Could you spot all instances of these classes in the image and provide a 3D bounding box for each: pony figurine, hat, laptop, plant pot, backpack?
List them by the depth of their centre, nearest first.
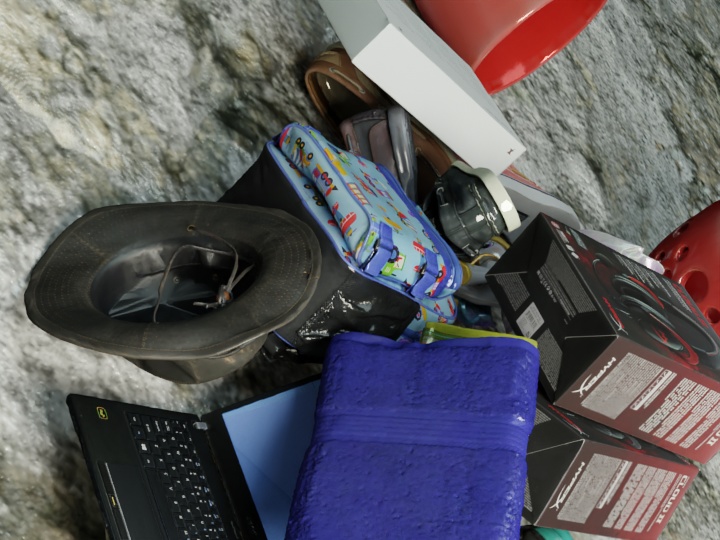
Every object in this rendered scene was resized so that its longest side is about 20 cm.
[{"bbox_3d":[-0.061,0.143,0.832,0.200,0.103,0.178,21,39,-55],"label":"laptop"},{"bbox_3d":[-0.124,0.027,0.903,0.201,0.200,0.081,-63,156,-49],"label":"hat"},{"bbox_3d":[0.000,0.000,1.023,0.200,0.135,0.183,27,22,-44],"label":"backpack"},{"bbox_3d":[0.156,0.028,1.193,0.193,0.167,0.200,30,19,6],"label":"pony figurine"},{"bbox_3d":[0.139,-0.312,1.398,0.200,0.200,0.178,-21,72,-53],"label":"plant pot"},{"bbox_3d":[0.375,0.042,1.400,0.200,0.182,0.201,28,47,-34],"label":"plant pot"}]

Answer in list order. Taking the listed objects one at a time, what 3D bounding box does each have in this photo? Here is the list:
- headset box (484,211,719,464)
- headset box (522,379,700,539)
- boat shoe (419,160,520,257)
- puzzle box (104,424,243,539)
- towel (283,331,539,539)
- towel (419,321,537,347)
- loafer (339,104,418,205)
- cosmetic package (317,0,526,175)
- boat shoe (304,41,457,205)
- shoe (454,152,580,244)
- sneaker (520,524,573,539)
[{"bbox_3d":[0.211,0.057,1.025,0.199,0.075,0.149,24,28,-34],"label":"headset box"},{"bbox_3d":[0.154,0.134,1.017,0.200,0.077,0.149,18,14,-47],"label":"headset box"},{"bbox_3d":[0.078,-0.043,1.091,0.075,0.066,0.199,61,-4,-9],"label":"boat shoe"},{"bbox_3d":[-0.087,0.175,0.910,0.199,0.025,0.134,15,53,-42],"label":"puzzle box"},{"bbox_3d":[0.036,0.126,0.843,0.201,0.147,0.050,-77,163,-44],"label":"towel"},{"bbox_3d":[0.066,0.114,0.894,0.200,0.086,0.018,-73,164,-44],"label":"towel"},{"bbox_3d":[0.023,-0.042,1.153,0.072,0.063,0.201,-17,101,-82],"label":"loafer"},{"bbox_3d":[0.050,-0.184,1.183,0.200,0.052,0.151,36,17,-38],"label":"cosmetic package"},{"bbox_3d":[0.018,-0.118,1.209,0.200,0.076,0.072,50,41,4],"label":"boat shoe"},{"bbox_3d":[0.147,-0.081,1.323,0.200,0.071,0.091,22,36,-50],"label":"shoe"},{"bbox_3d":[0.091,0.210,0.972,0.120,0.084,0.200,-2,26,-41],"label":"sneaker"}]
